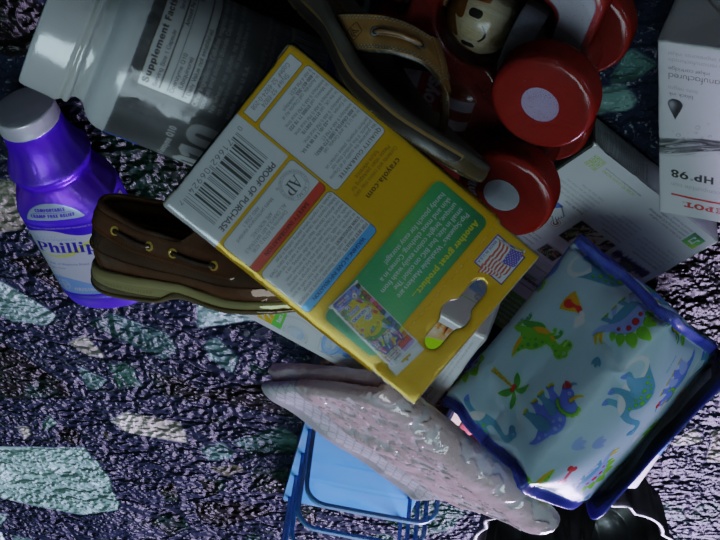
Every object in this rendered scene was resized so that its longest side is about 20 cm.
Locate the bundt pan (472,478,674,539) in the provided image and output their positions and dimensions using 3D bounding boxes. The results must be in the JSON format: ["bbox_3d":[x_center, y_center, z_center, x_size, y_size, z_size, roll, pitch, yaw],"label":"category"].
[{"bbox_3d":[0.214,0.250,1.231,0.200,0.076,0.203,4,140,4],"label":"bundt pan"}]

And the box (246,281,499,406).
[{"bbox_3d":[0.000,0.000,0.921,0.199,0.102,0.113,29,138,-2],"label":"box"}]

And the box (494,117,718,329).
[{"bbox_3d":[0.156,-0.023,0.957,0.144,0.036,0.200,33,132,-27],"label":"box"}]

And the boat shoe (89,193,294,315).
[{"bbox_3d":[-0.094,-0.015,0.826,0.199,0.072,0.068,5,116,13],"label":"boat shoe"}]

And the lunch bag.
[{"bbox_3d":[0.187,0.094,0.934,0.170,0.127,0.200,-49,146,8],"label":"lunch bag"}]

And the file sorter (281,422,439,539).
[{"bbox_3d":[-0.004,0.235,1.213,0.138,0.123,0.201,12,140,-4],"label":"file sorter"}]

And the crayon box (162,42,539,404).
[{"bbox_3d":[-0.005,-0.029,0.759,0.200,0.052,0.126,39,98,-8],"label":"crayon box"}]

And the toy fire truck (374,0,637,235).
[{"bbox_3d":[0.077,-0.132,0.799,0.167,0.112,0.201,25,139,8],"label":"toy fire truck"}]

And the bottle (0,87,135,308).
[{"bbox_3d":[-0.226,-0.054,0.954,0.083,0.066,0.201,-2,139,13],"label":"bottle"}]

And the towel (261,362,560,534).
[{"bbox_3d":[0.036,0.140,0.967,0.200,0.032,0.191,39,159,-26],"label":"towel"}]

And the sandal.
[{"bbox_3d":[0.019,-0.137,0.750,0.055,0.201,0.082,-43,152,20],"label":"sandal"}]

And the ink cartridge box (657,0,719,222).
[{"bbox_3d":[0.263,-0.090,0.809,0.115,0.067,0.201,13,145,24],"label":"ink cartridge box"}]

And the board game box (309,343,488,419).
[{"bbox_3d":[0.022,0.095,1.069,0.135,0.035,0.201,34,141,13],"label":"board game box"}]

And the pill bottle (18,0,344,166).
[{"bbox_3d":[-0.116,-0.131,0.811,0.199,0.114,0.114,21,138,-15],"label":"pill bottle"}]

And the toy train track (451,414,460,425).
[{"bbox_3d":[0.096,0.091,1.092,0.114,0.033,0.201,-15,137,6],"label":"toy train track"}]

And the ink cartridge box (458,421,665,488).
[{"bbox_3d":[0.170,0.129,1.070,0.199,0.068,0.117,6,134,-16],"label":"ink cartridge box"}]
